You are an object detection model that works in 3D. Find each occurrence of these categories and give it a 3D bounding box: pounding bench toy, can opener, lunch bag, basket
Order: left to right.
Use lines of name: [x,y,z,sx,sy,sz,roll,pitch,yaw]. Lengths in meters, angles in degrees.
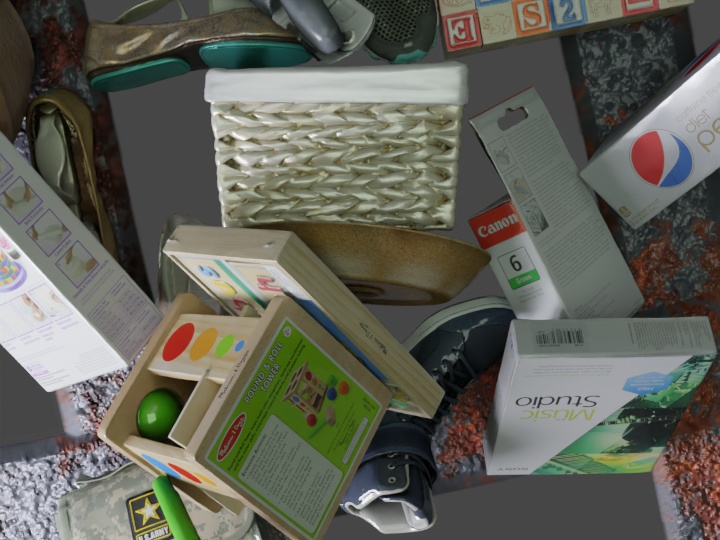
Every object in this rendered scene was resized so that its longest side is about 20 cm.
lunch bag: [-0.143,0.243,0.877,0.162,0.118,0.202,-22,95,1]
pounding bench toy: [-0.105,0.133,0.760,0.124,0.155,0.202,43,63,-32]
can opener: [-0.064,-0.229,0.827,0.053,0.067,0.200,-43,58,-4]
basket: [-0.013,-0.095,0.838,0.197,0.136,0.125,-1,97,4]

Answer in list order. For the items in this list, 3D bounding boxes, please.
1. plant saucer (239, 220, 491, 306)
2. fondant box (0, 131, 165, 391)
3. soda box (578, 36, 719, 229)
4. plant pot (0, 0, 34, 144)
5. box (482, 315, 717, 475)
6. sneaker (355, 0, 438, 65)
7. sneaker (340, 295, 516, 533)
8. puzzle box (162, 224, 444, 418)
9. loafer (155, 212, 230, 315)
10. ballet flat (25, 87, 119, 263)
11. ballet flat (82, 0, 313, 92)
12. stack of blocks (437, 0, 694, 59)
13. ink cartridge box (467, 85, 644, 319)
plant saucer: [0.000,0.000,0.809,0.197,0.200,0.036,5,81,2]
fondant box: [-0.264,-0.003,0.829,0.201,0.143,0.058,50,50,-19]
soda box: [0.258,-0.117,0.801,0.068,0.064,0.200,44,138,-1]
plant pot: [-0.326,-0.172,0.847,0.201,0.201,0.093,50,54,-2]
box: [0.175,0.102,0.820,0.142,0.201,0.037,-1,57,-1]
sneaker: [0.010,-0.256,0.819,0.076,0.091,0.203,-16,73,4]
sneaker: [0.058,0.119,0.842,0.201,0.147,0.077,-33,129,10]
puzzle box: [-0.040,0.038,0.780,0.200,0.132,0.026,47,63,-36]
loafer: [-0.142,0.050,0.897,0.071,0.063,0.203,-5,111,-23]
ballet flat: [-0.247,-0.050,0.887,0.068,0.063,0.203,-10,94,2]
ballet flat: [-0.134,-0.196,0.872,0.197,0.068,0.068,-7,80,2]
stack of blocks: [0.154,-0.248,0.855,0.197,0.059,0.117,-11,94,4]
ink cartridge box: [0.142,-0.035,0.847,0.050,0.109,0.202,-25,94,44]
